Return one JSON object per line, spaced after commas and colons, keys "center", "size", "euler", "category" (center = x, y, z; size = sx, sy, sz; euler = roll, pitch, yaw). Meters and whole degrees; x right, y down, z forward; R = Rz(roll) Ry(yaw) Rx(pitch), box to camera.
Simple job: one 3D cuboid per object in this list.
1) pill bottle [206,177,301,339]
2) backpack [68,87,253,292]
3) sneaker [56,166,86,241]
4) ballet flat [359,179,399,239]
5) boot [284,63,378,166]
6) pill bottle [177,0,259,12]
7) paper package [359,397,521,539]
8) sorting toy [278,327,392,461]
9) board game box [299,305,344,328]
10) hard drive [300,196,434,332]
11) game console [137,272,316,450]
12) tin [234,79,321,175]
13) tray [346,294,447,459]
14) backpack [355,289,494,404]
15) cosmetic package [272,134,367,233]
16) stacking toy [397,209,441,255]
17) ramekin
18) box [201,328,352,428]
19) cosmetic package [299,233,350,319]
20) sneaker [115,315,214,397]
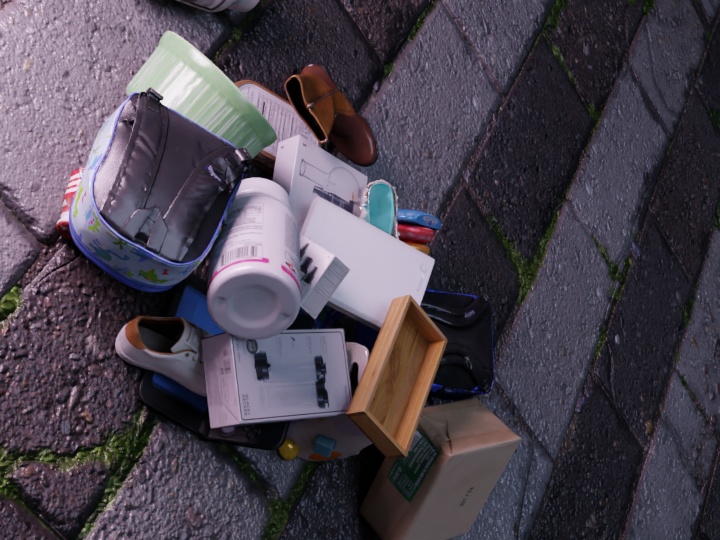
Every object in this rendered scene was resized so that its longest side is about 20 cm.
{"center": [-0.131, -0.020, 1.432], "size": [0.113, 0.113, 0.201], "euler": [44, 25, -31], "category": "pill bottle"}
{"center": [-0.251, -0.079, 1.368], "size": [0.182, 0.147, 0.201], "euler": [32, 49, -20], "category": "backpack"}
{"center": [-0.287, -0.075, 1.477], "size": [0.199, 0.078, 0.117], "euler": [25, 63, -43], "category": "sneaker"}
{"center": [0.026, -0.031, 1.694], "size": [0.071, 0.071, 0.202], "euler": [19, 71, -44], "category": "ballet flat"}
{"center": [-0.038, -0.223, 1.736], "size": [0.190, 0.068, 0.200], "euler": [64, 11, -13], "category": "boot"}
{"center": [-0.230, -0.427, 1.615], "size": [0.199, 0.110, 0.112], "euler": [9, 73, -47], "category": "pill bottle"}
{"center": [0.118, 0.307, 1.730], "size": [0.190, 0.201, 0.103], "euler": [-3, 37, -48], "category": "paper package"}
{"center": [-0.038, 0.177, 1.607], "size": [0.106, 0.179, 0.202], "euler": [-22, 96, -49], "category": "sorting toy"}
{"center": [-0.074, -0.021, 1.726], "size": [0.152, 0.045, 0.201], "euler": [-38, 107, -47], "category": "board game box"}
{"center": [0.000, 0.000, 1.622], "size": [0.199, 0.026, 0.133], "euler": [27, 69, -19], "category": "hard drive"}
{"center": [-0.171, 0.117, 1.528], "size": [0.117, 0.174, 0.202], "euler": [69, 31, -55], "category": "game console"}
{"center": [-0.135, -0.209, 1.719], "size": [0.199, 0.042, 0.113], "euler": [26, 57, -42], "category": "tin"}
{"center": [0.052, 0.142, 1.556], "size": [0.099, 0.037, 0.201], "euler": [49, 45, -29], "category": "tray"}
{"center": [0.084, 0.120, 1.749], "size": [0.199, 0.167, 0.164], "euler": [11, 66, -36], "category": "backpack"}
{"center": [-0.066, -0.073, 1.678], "size": [0.150, 0.051, 0.202], "euler": [26, 61, -39], "category": "cosmetic package"}
{"center": [0.056, 0.005, 1.841], "size": [0.116, 0.109, 0.202], "euler": [12, 85, -56], "category": "stacking toy"}
{"center": [-0.213, -0.206, 1.509], "size": [0.098, 0.200, 0.200], "euler": [-47, 120, -5], "category": "ramekin"}
{"center": [-0.102, 0.136, 1.473], "size": [0.199, 0.060, 0.118], "euler": [0, 78, -46], "category": "box"}
{"center": [-0.113, -0.021, 1.551], "size": [0.083, 0.199, 0.051], "euler": [-53, 144, -7], "category": "cosmetic package"}
{"center": [-0.206, 0.108, 1.458], "size": [0.198, 0.085, 0.073], "euler": [17, 59, -20], "category": "sneaker"}
